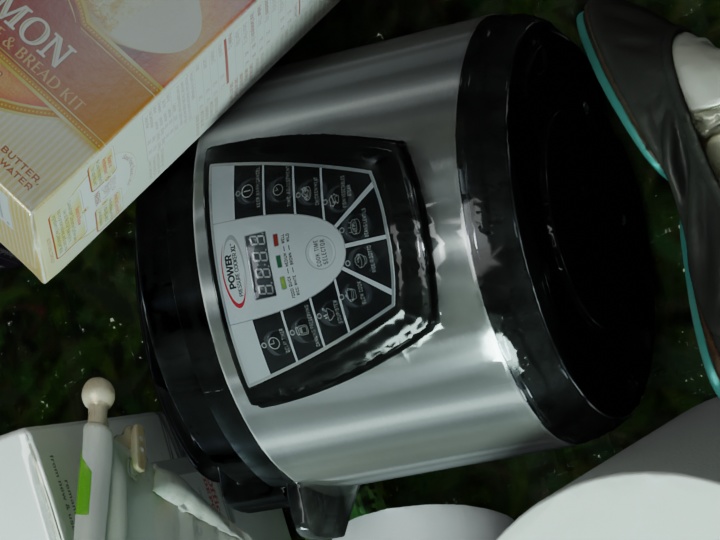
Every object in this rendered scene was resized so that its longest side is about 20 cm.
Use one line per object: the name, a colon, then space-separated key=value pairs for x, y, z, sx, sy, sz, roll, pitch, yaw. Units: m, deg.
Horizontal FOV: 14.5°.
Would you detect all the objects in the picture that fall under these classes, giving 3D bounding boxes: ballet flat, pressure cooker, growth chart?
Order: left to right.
growth chart: x=-0.065 y=0.151 z=1.113 sx=0.018 sy=0.200 sz=0.145 roll=-10 pitch=54 yaw=23
pressure cooker: x=0.001 y=0.001 z=1.128 sx=0.199 sy=0.176 sz=0.179 roll=-11 pitch=127 yaw=23
ballet flat: x=0.147 y=-0.037 z=1.101 sx=0.068 sy=0.068 sz=0.201 roll=-31 pitch=60 yaw=23

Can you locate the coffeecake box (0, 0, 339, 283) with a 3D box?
coffeecake box: x=-0.105 y=-0.123 z=1.071 sx=0.153 sy=0.073 sz=0.200 roll=41 pitch=73 yaw=13

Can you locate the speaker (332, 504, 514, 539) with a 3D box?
speaker: x=0.032 y=0.198 z=1.144 sx=0.081 sy=0.081 sz=0.201 roll=-12 pitch=66 yaw=22

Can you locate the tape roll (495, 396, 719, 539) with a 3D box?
tape roll: x=0.149 y=0.156 z=1.081 sx=0.202 sy=0.139 sz=0.204 roll=8 pitch=106 yaw=29

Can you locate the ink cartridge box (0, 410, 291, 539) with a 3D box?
ink cartridge box: x=-0.137 y=0.117 z=1.179 sx=0.146 sy=0.200 sz=0.083 roll=-20 pitch=83 yaw=22

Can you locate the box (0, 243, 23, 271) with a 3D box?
box: x=-0.242 y=-0.046 z=1.202 sx=0.141 sy=0.200 sz=0.079 roll=-12 pitch=72 yaw=24
